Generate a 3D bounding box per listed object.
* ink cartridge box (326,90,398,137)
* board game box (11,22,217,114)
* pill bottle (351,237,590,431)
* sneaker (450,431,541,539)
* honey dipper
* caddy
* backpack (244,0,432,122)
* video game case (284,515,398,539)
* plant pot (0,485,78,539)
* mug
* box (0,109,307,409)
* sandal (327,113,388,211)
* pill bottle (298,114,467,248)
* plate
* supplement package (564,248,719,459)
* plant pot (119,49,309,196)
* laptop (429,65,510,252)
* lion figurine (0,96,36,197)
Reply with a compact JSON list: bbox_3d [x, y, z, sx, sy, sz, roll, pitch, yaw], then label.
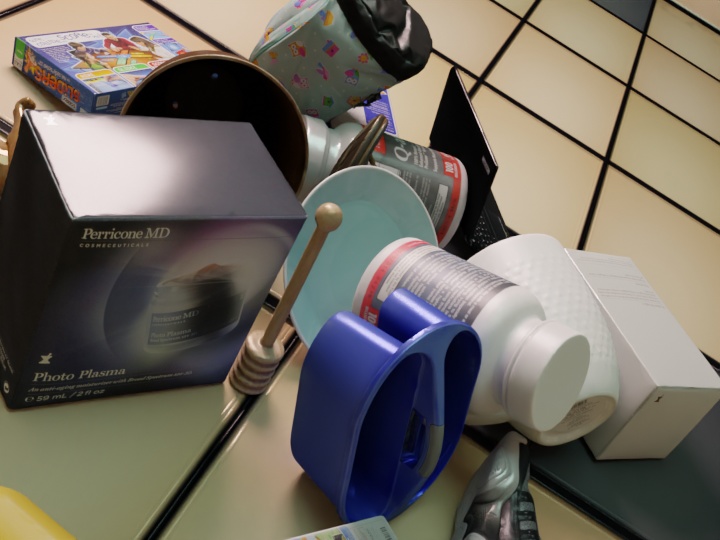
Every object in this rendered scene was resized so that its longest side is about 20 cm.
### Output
[{"bbox_3d":[-0.006,-0.203,1.228,0.093,0.037,0.201,15,33,-18],"label":"ink cartridge box"},{"bbox_3d":[-0.271,-0.230,1.113,0.135,0.035,0.199,35,33,22],"label":"board game box"},{"bbox_3d":[0.098,0.059,0.881,0.198,0.122,0.119,26,26,37],"label":"pill bottle"},{"bbox_3d":[0.138,0.233,0.828,0.113,0.076,0.201,31,40,-1],"label":"sneaker"},{"bbox_3d":[-0.061,0.025,0.821,0.037,0.201,0.038,19,36,-14],"label":"honey dipper"},{"bbox_3d":[0.027,0.115,0.787,0.140,0.203,0.105,-19,43,-38],"label":"caddy"},{"bbox_3d":[-0.039,-0.249,1.102,0.168,0.198,0.127,52,36,-21],"label":"backpack"},{"bbox_3d":[0.014,0.241,0.671,0.144,0.018,0.200,57,12,19],"label":"video game case"},{"bbox_3d":[-0.184,0.218,0.506,0.199,0.204,0.188,-8,34,-43],"label":"plant pot"},{"bbox_3d":[0.155,0.085,0.984,0.197,0.149,0.177,-17,55,-10],"label":"mug"},{"bbox_3d":[-0.178,-0.008,0.774,0.198,0.200,0.124,-4,46,-39],"label":"box"},{"bbox_3d":[-0.011,-0.061,0.999,0.054,0.203,0.082,23,-10,-17],"label":"sandal"},{"bbox_3d":[0.012,-0.099,1.110,0.197,0.117,0.117,16,36,-21],"label":"pill bottle"},{"bbox_3d":[0.000,0.000,0.958,0.198,0.204,0.025,-2,3,-39],"label":"plate"},{"bbox_3d":[0.278,0.090,1.073,0.115,0.118,0.201,7,40,-34],"label":"supplement package"},{"bbox_3d":[-0.159,-0.149,1.010,0.184,0.189,0.201,17,20,-19],"label":"plant pot"},{"bbox_3d":[0.156,-0.114,1.185,0.199,0.103,0.179,29,35,-42],"label":"laptop"},{"bbox_3d":[-0.348,-0.101,0.892,0.196,0.073,0.124,0,56,-17],"label":"lion figurine"}]
